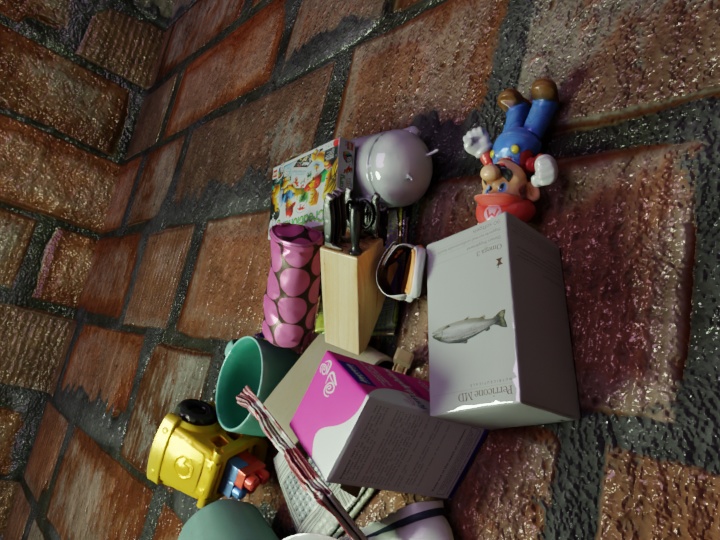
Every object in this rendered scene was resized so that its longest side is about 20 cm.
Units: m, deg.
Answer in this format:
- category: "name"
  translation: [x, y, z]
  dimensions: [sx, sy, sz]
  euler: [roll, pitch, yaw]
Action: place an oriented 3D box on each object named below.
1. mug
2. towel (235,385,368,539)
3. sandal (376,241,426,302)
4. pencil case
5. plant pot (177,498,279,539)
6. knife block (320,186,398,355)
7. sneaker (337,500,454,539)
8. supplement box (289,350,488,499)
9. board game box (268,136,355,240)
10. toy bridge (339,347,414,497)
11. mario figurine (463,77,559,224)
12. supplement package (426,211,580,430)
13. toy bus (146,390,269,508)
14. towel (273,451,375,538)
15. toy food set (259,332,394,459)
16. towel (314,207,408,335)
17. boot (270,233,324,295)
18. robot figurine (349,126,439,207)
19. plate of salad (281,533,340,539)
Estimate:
- category: "mug"
  translation: [-0.159, 0.185, 0.972]
  dimensions: [0.151, 0.113, 0.188]
  euler: [-36, 47, 37]
- category: "towel"
  translation: [-0.067, 0.231, 0.663]
  dimensions: [0.023, 0.145, 0.199]
  euler: [-38, 39, -16]
- category: "sandal"
  translation: [0.051, -0.003, 0.754]
  dimensions: [0.207, 0.058, 0.081]
  euler: [58, -138, -85]
- category: "pencil case"
  translation: [-0.111, 0.021, 0.884]
  dimensions: [0.094, 0.089, 0.203]
  euler: [45, 133, 41]
- category: "plant pot"
  translation: [-0.179, 0.447, 0.819]
  dimensions: [0.195, 0.198, 0.203]
  euler: [23, 91, 61]
- category: "knife block"
  translation: [-0.018, -0.005, 0.785]
  dimensions: [0.063, 0.175, 0.203]
  euler: [16, 77, 30]
- category: "sneaker"
  translation: [0.031, 0.347, 0.690]
  dimensions: [0.200, 0.076, 0.082]
  euler: [-42, 54, 34]
- category: "supplement box"
  translation: [0.035, 0.180, 0.654]
  dimensions: [0.101, 0.198, 0.105]
  euler: [36, 101, 52]
- category: "board game box"
  translation: [-0.082, -0.122, 0.915]
  dimensions: [0.198, 0.034, 0.129]
  euler: [-9, 75, 51]
- category: "toy bridge"
  translation: [0.026, 0.200, 0.769]
  dimensions: [0.067, 0.027, 0.203]
  euler: [86, -153, -70]
- category: "mario figurine"
  translation: [0.182, -0.145, 0.701]
  dimensions: [0.124, 0.104, 0.203]
  euler: [113, 175, -72]
- category: "supplement package"
  translation: [0.152, 0.062, 0.632]
  dimensions: [0.116, 0.116, 0.204]
  euler: [-22, 57, 42]
- category: "toy bus"
  translation: [-0.226, 0.311, 0.978]
  dimensions: [0.190, 0.199, 0.138]
  euler: [23, 100, 22]
- category: "towel"
  translation: [-0.057, 0.291, 0.856]
  dimensions: [0.201, 0.034, 0.193]
  euler: [-55, 38, 17]
- category: "toy food set"
  translation: [-0.050, 0.186, 0.845]
  dimensions: [0.201, 0.061, 0.143]
  euler: [-51, 37, -15]
- category: "towel"
  translation: [0.000, 0.000, 0.891]
  dimensions: [0.141, 0.023, 0.204]
  euler: [-2, 69, 25]
- category: "boot"
  translation: [-0.077, -0.053, 0.987]
  dimensions: [0.212, 0.079, 0.159]
  euler: [-54, 32, 23]
- category: "robot figurine"
  translation: [0.033, -0.155, 0.893]
  dimensions: [0.198, 0.113, 0.171]
  euler: [3, 59, 52]
- category: "plate of salad"
  translation: [-0.039, 0.408, 0.679]
  dimensions: [0.196, 0.048, 0.204]
  euler: [6, 105, 22]
